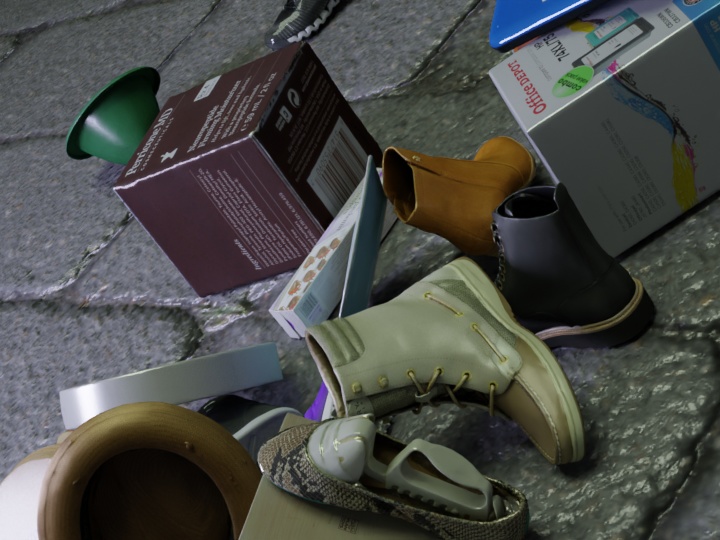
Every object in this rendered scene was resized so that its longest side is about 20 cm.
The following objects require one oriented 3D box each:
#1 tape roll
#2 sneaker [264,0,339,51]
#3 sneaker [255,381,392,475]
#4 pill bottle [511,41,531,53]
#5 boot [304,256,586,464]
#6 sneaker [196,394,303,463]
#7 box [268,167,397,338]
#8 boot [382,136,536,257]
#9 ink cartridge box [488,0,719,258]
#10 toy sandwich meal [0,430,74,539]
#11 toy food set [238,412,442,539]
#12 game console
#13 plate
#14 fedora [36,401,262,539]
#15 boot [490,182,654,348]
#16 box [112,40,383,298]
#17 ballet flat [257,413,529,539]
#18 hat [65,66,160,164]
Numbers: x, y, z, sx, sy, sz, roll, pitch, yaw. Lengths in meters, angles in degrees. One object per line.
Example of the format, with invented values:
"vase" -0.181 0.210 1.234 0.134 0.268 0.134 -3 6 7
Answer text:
"tape roll" -0.169 0.103 1.390 0.200 0.038 0.203 -12 -2 -1
"sneaker" -0.065 -0.379 2.057 0.200 0.091 0.066 -43 27 -10
"sneaker" -0.042 0.147 1.263 0.099 0.070 0.201 -20 32 33
"pill bottle" 0.228 -0.221 1.451 0.112 0.113 0.200 -41 27 -8
"boot" 0.061 0.087 1.139 0.153 0.073 0.201 -21 49 -19
"sneaker" -0.147 0.168 1.326 0.198 0.072 0.099 -25 16 -26
"box" -0.017 -0.019 1.515 0.038 0.042 0.201 -3 44 47
"boot" 0.084 -0.084 1.375 0.071 0.143 0.202 -59 22 26
"ink cartridge box" 0.236 -0.141 1.288 0.199 0.147 0.147 -33 27 8
"toy sandwich meal" -0.260 0.241 1.360 0.203 0.070 0.208 -15 67 37
"toy food set" -0.012 0.200 1.109 0.142 0.061 0.201 17 46 3
"game console" 0.225 -0.266 1.332 0.199 0.118 0.173 -20 50 52
"plate" 0.000 0.000 1.360 0.025 0.202 0.201 10 38 0
"fedora" -0.155 0.190 1.210 0.199 0.202 0.082 -32 11 9
"boot" 0.117 -0.002 1.227 0.198 0.139 0.078 -15 35 38
"box" -0.113 -0.103 1.619 0.198 0.165 0.167 -17 34 34
"ballet flat" 0.026 0.139 1.079 0.198 0.076 0.068 19 51 6
"hat" -0.275 -0.154 2.045 0.166 0.176 0.200 -43 -9 -8
